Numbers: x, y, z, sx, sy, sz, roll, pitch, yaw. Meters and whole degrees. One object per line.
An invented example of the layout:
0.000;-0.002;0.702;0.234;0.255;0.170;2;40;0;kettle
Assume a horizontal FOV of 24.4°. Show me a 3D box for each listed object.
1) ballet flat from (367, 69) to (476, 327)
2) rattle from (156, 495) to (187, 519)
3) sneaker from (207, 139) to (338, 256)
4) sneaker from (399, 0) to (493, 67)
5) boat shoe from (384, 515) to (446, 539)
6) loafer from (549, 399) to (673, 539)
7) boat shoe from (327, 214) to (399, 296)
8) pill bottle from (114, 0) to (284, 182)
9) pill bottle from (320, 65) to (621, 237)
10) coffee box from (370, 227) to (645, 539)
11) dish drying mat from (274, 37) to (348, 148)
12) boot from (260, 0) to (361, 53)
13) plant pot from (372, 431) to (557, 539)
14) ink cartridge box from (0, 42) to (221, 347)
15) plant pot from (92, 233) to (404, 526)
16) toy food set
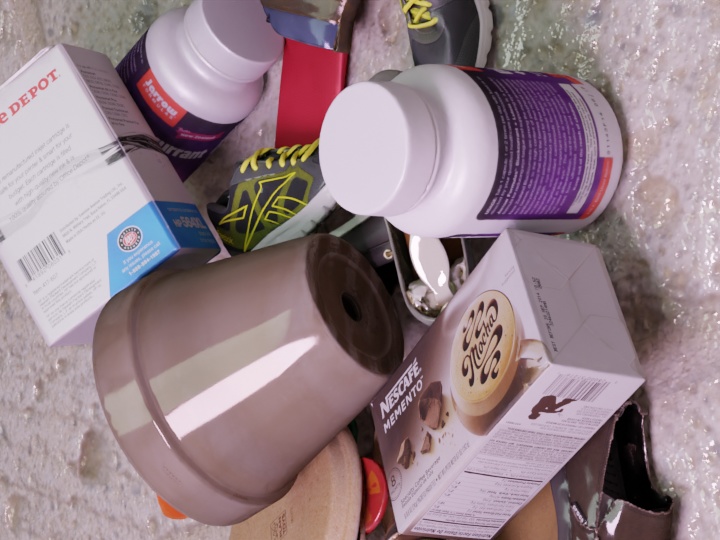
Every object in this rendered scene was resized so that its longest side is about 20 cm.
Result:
0.043;-0.053;1.191;0.067;0.064;0.202;-17;83;13;ballet flat
-0.189;0.128;1.456;0.129;0.143;0.202;16;98;25;rattle
-0.059;-0.067;1.319;0.085;0.074;0.200;47;129;0;sneaker
0.040;-0.222;1.228;0.074;0.084;0.202;-11;84;47;sneaker
0.061;0.258;1.208;0.068;0.071;0.201;-112;4;-59;boat shoe
0.173;0.176;1.111;0.071;0.073;0.202;-24;74;47;loafer
0.000;0.000;1.290;0.201;0.071;0.061;-39;60;38;boat shoe
-0.152;-0.153;1.418;0.200;0.111;0.112;-41;63;40;pill bottle
0.072;-0.079;1.105;0.111;0.199;0.112;2;93;46;pill bottle
0.092;0.082;1.118;0.200;0.079;0.114;-54;37;40;coffee box
-0.034;-0.192;1.359;0.076;0.018;0.202;15;103;45;dish drying mat
-0.072;-0.232;1.330;0.199;0.074;0.098;15;100;44;boot
0.086;0.154;1.239;0.199;0.027;0.202;3;95;48;plant pot
-0.229;-0.061;1.353;0.146;0.084;0.201;-35;77;19;ink cartridge box
-0.069;0.063;1.227;0.173;0.199;0.201;-30;69;27;plant pot
-0.044;0.209;1.310;0.199;0.048;0.200;-58;29;22;toy food set
